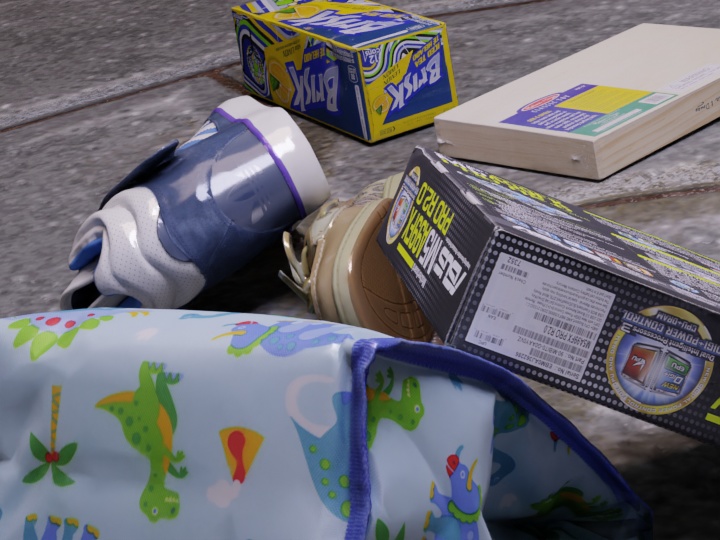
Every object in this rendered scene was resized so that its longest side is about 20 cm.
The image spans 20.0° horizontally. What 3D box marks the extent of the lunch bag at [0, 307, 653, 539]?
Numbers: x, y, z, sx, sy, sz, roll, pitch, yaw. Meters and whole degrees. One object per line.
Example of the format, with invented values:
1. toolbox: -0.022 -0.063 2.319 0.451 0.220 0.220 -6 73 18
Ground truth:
1. lunch bag: -0.016 0.083 0.690 0.169 0.128 0.200 3 -5 33

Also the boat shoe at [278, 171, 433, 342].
1. boat shoe: 0.000 0.000 0.984 0.062 0.074 0.200 -12 9 13

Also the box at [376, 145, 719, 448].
1. box: 0.114 0.021 0.731 0.199 0.044 0.160 20 9 -12

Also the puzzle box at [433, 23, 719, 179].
1. puzzle box: 0.158 -0.106 1.235 0.200 0.026 0.133 -26 26 -35

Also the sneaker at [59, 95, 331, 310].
1. sneaker: -0.101 -0.024 1.076 0.146 0.081 0.200 -32 7 -9

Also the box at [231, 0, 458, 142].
1. box: -0.014 -0.141 1.359 0.070 0.065 0.200 -19 21 -22
